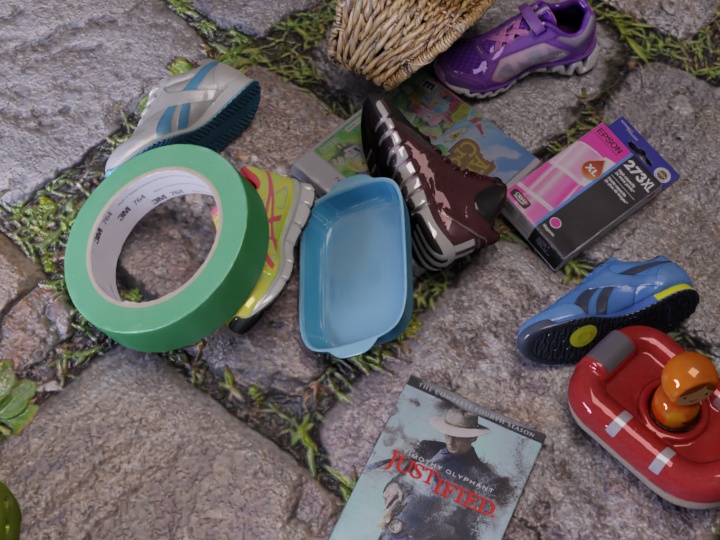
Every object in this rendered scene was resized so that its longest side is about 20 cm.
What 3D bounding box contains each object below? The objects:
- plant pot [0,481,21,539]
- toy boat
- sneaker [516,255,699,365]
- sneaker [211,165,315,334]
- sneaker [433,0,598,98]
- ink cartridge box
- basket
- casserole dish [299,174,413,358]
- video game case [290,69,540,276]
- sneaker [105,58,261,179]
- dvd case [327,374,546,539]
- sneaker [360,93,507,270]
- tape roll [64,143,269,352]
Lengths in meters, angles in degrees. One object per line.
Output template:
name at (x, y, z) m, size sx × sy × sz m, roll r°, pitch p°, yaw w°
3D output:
plant pot at (-0.397, 0.234, 1.261) m, size 0.199 × 0.182 × 0.200 m, roll 8°, pitch 56°, yaw -2°
toy boat at (0.298, 0.123, 1.450) m, size 0.200 × 0.131 × 0.131 m, roll 40°, pitch 62°, yaw 18°
sneaker at (0.236, 0.035, 1.546) m, size 0.200 × 0.066 × 0.078 m, roll -17°, pitch 49°, yaw -18°
sneaker at (-0.111, -0.023, 1.514) m, size 0.090 × 0.078 × 0.200 m, roll 30°, pitch 44°, yaw -17°
sneaker at (0.176, -0.253, 1.705) m, size 0.200 × 0.088 × 0.081 m, roll -16°, pitch 62°, yaw -16°
ink cartridge box at (0.245, -0.090, 1.634) m, size 0.200 × 0.037 × 0.095 m, roll -35°, pitch 76°, yaw -27°
basket at (0.074, -0.271, 1.664) m, size 0.149 × 0.143 × 0.200 m, roll 25°, pitch 40°, yaw 13°
casserole dish at (0.000, 0.000, 1.518) m, size 0.121 × 0.039 × 0.200 m, roll -18°, pitch 56°, yaw 26°
video game case at (0.060, -0.109, 1.636) m, size 0.182 × 0.022 × 0.200 m, roll 40°, pitch 61°, yaw 18°
sneaker at (-0.195, -0.147, 1.604) m, size 0.081 × 0.077 × 0.200 m, roll 32°, pitch 53°, yaw 23°
dvd case at (0.071, 0.205, 1.434) m, size 0.146 × 0.022 × 0.200 m, roll 24°, pitch 57°, yaw 9°
sneaker at (0.081, -0.099, 1.585) m, size 0.115 × 0.076 × 0.200 m, roll -15°, pitch 71°, yaw -21°
tape roll at (-0.185, -0.023, 1.478) m, size 0.200 × 0.048 × 0.201 m, roll -12°, pitch 59°, yaw 20°
